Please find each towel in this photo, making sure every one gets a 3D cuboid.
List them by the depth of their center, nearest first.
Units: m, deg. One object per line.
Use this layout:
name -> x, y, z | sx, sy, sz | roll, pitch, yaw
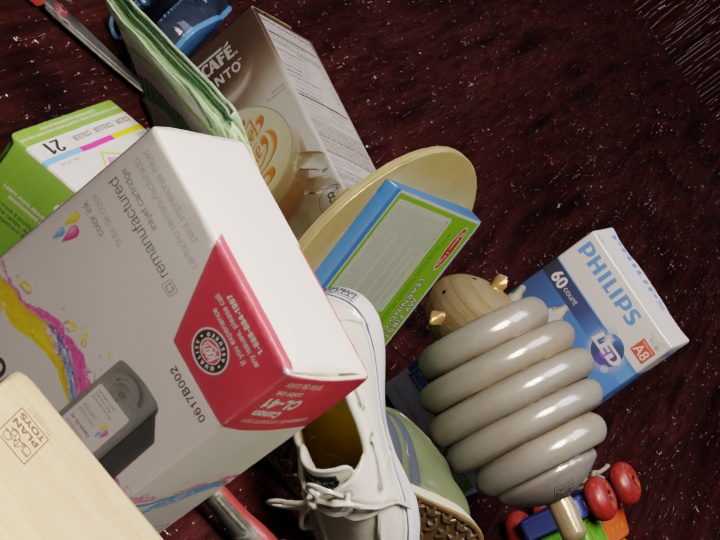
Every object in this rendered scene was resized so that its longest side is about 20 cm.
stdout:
towel -> -0.101, -0.070, 1.389 | 0.153, 0.023, 0.200 | 47, -16, 35

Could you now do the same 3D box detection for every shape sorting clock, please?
shape sorting clock -> 0.000, 0.000, 1.415 | 0.039, 0.200, 0.200 | 43, 14, 28

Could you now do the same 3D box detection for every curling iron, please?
curling iron -> -0.055, 0.158, 1.287 | 0.200, 0.026, 0.050 | 50, 22, -11

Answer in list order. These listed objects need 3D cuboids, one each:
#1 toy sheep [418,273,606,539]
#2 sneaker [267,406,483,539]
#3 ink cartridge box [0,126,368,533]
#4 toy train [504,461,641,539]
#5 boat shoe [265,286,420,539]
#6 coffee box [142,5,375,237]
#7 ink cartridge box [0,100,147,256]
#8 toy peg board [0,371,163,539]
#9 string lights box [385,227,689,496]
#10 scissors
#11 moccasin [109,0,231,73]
toy sheep -> 0.104, 0.092, 1.486 | 0.201, 0.138, 0.138 | 60, 21, 6
sneaker -> -0.002, 0.118, 1.427 | 0.200, 0.067, 0.090 | 41, 15, -31
ink cartridge box -> -0.117, 0.046, 1.081 | 0.148, 0.200, 0.086 | 59, 22, 17
toy train -> 0.191, 0.213, 1.673 | 0.116, 0.084, 0.200 | 66, 21, 6
boat shoe -> -0.015, 0.118, 1.303 | 0.086, 0.074, 0.203 | -39, 128, -57
coffee box -> -0.059, -0.066, 1.524 | 0.080, 0.114, 0.201 | 23, 35, -55
ink cartridge box -> -0.117, 0.000, 1.275 | 0.200, 0.076, 0.148 | 39, 20, 5
toy peg board -> -0.153, 0.183, 0.855 | 0.200, 0.098, 0.199 | 52, 41, -7
string lights box -> 0.126, 0.068, 1.583 | 0.103, 0.200, 0.059 | 56, 20, 10
scissors -> -0.220, -0.184, 1.512 | 0.200, 0.014, 0.073 | 49, 18, -13
moccasin -> -0.146, -0.185, 1.606 | 0.068, 0.080, 0.200 | 45, 7, -8
